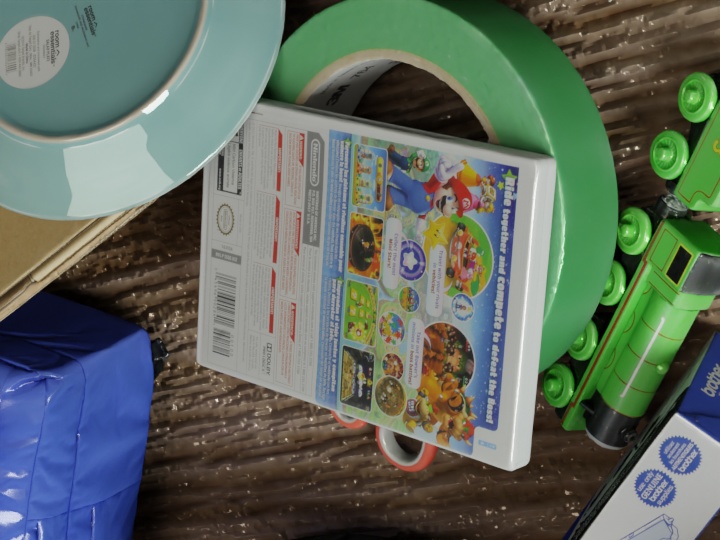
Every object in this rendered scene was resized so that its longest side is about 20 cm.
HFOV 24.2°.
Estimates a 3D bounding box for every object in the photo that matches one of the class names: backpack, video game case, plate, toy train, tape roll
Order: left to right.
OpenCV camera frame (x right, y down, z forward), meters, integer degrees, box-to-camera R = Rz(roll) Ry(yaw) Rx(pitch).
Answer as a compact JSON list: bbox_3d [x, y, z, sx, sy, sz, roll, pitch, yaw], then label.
[{"bbox_3d":[-0.224,0.123,0.952,0.162,0.168,0.200,19,114,31],"label":"backpack"},{"bbox_3d":[-0.135,-0.122,0.844,0.200,0.026,0.201,-6,69,16],"label":"plate"},{"bbox_3d":[0.000,0.000,0.796,0.200,0.018,0.143,15,109,38],"label":"video game case"},{"bbox_3d":[0.027,-0.033,0.809,0.200,0.048,0.201,10,105,39],"label":"tape roll"},{"bbox_3d":[0.141,-0.001,0.772,0.056,0.042,0.200,50,129,43],"label":"toy train"}]

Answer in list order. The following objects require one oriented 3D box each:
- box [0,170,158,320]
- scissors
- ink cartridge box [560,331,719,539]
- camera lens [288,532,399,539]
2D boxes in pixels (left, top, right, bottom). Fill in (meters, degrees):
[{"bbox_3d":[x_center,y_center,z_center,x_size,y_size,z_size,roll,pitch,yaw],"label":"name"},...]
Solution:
[{"bbox_3d":[-0.214,-0.065,0.882,0.163,0.021,0.200,-38,63,8],"label":"box"},{"bbox_3d":[0.044,0.031,0.846,0.073,0.014,0.200,48,132,15],"label":"scissors"},{"bbox_3d":[0.124,0.130,0.799,0.044,0.094,0.200,34,120,8],"label":"ink cartridge box"},{"bbox_3d":[-0.013,0.250,0.880,0.160,0.160,0.200,3,107,29],"label":"camera lens"}]
